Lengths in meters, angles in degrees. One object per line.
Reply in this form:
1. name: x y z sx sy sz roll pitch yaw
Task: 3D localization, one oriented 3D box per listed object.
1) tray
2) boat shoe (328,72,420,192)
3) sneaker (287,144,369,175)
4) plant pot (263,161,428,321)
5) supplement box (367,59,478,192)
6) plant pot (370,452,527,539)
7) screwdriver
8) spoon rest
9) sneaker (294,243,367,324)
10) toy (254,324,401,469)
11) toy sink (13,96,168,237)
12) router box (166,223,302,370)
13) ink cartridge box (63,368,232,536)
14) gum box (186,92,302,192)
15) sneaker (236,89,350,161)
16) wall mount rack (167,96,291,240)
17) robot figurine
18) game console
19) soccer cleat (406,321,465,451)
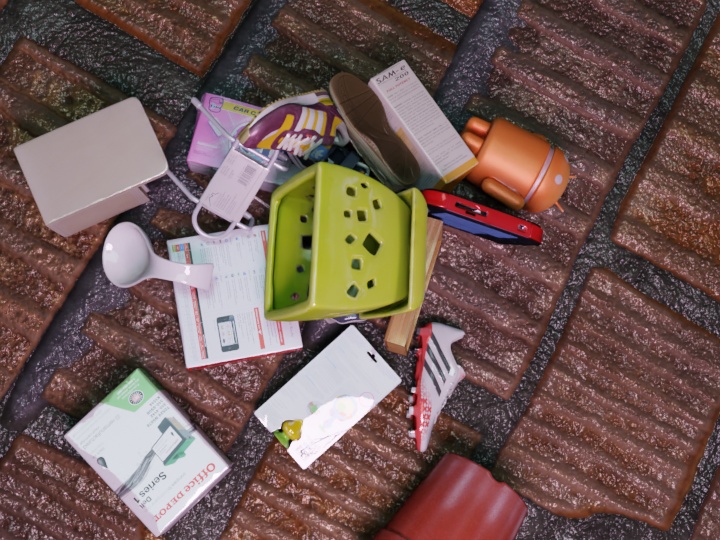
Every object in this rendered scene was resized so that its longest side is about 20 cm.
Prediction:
1. tray: 0.082 0.025 1.390 0.037 0.099 0.201 16 78 8
2. boat shoe: 0.011 -0.207 1.373 0.072 0.065 0.200 -40 96 -30
3. sneaker: -0.039 -0.162 1.376 0.200 0.079 0.079 53 59 -30
4. plant pot: -0.017 -0.026 1.264 0.181 0.199 0.201 6 80 -23
5. supplement box: 0.083 -0.210 1.416 0.073 0.126 0.200 -33 85 -21
6. plant pot: 0.129 0.384 1.296 0.201 0.201 0.195 37 70 2
7. screwdriver: -0.145 -0.105 1.404 0.200 0.028 0.029 40 80 -15
8. spoon rest: -0.314 -0.014 1.342 0.199 0.061 0.100 13 94 29
9. sneaker: -0.001 0.000 1.404 0.202 0.077 0.147 -29 94 -20
10. toy: -0.050 0.192 1.376 0.200 0.047 0.115 -42 90 -8
11. toy sink: -0.395 -0.155 1.370 0.200 0.112 0.131 -26 83 -5
12. router box: -0.193 0.040 1.386 0.179 0.049 0.201 -9 81 -7
13. ink cartridge box: -0.305 0.265 1.317 0.146 0.084 0.200 -44 86 -11
14. gum box: -0.171 -0.195 1.421 0.199 0.066 0.114 15 80 -3
15. sneaker: -0.085 -0.192 1.262 0.090 0.075 0.200 56 42 1
16. wall mount rack: -0.207 -0.153 1.338 0.173 0.075 0.200 30 113 -13
17. robot figurine: 0.247 -0.169 1.435 0.200 0.144 0.117 28 105 -1
18. game console: 0.161 -0.075 1.363 0.199 0.177 0.031 18 84 -14
19. soccer cleat: 0.118 0.179 1.386 0.085 0.069 0.201 6 75 -1
